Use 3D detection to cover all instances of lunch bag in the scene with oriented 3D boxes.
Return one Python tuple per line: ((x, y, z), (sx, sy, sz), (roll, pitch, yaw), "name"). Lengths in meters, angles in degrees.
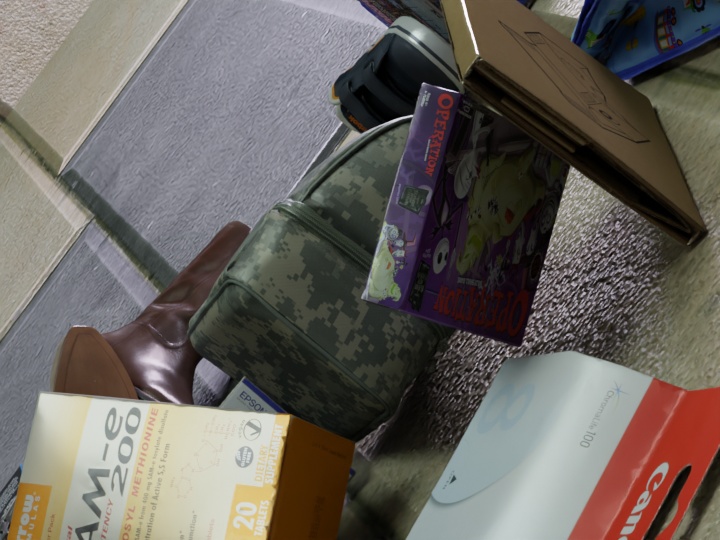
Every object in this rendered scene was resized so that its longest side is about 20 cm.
((0.200, -0.202, 1.503), (0.151, 0.094, 0.200), (-62, 7, -24), "lunch bag")
((0.000, 0.000, 1.453), (0.168, 0.139, 0.200), (-55, 1, -18), "lunch bag")

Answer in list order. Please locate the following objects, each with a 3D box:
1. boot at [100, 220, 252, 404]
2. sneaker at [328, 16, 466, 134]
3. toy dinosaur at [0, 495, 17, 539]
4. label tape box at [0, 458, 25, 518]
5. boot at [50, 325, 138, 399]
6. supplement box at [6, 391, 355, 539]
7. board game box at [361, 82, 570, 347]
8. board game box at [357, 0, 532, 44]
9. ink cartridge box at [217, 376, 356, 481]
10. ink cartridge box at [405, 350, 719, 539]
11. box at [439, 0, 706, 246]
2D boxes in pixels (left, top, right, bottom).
((-0.106, 0.049, 1.823), (0.200, 0.064, 0.186), (-38, 45, -24), "boot")
((0.028, -0.138, 1.807), (0.080, 0.078, 0.200), (-50, 6, -7), "sneaker")
((-0.202, 0.227, 1.596), (0.201, 0.136, 0.102), (-60, 19, -21), "toy dinosaur")
((-0.222, 0.175, 1.870), (0.145, 0.063, 0.200), (-54, 17, 0), "label tape box")
((-0.215, 0.162, 1.753), (0.146, 0.070, 0.201), (-51, 43, 47), "boot")
((-0.113, 0.147, 1.425), (0.199, 0.073, 0.127), (2, 75, 35), "supplement box")
((0.064, -0.026, 1.319), (0.200, 0.032, 0.121), (17, -87, -67), "board game box")
((0.042, -0.258, 1.862), (0.097, 0.159, 0.200), (-53, 18, -5), "board game box")
((-0.099, 0.168, 1.503), (0.200, 0.095, 0.037), (-50, 2, 13), "ink cartridge box")
((0.096, 0.115, 1.187), (0.161, 0.047, 0.200), (-59, 16, -18), "ink cartridge box")
((0.117, -0.101, 1.359), (0.021, 0.163, 0.200), (-51, 17, 17), "box")
